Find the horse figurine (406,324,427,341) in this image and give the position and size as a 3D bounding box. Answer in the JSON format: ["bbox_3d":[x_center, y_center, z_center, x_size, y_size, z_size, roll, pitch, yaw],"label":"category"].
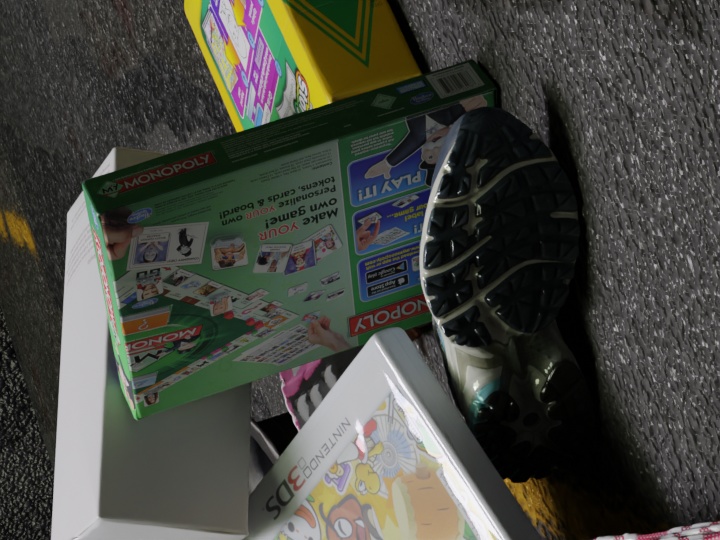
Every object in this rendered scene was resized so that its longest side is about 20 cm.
[{"bbox_3d":[0.000,0.000,1.294,0.200,0.132,0.050,-36,32,62],"label":"horse figurine"}]

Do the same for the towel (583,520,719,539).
[{"bbox_3d":[0.123,0.186,1.027,0.199,0.030,0.147,-17,95,44],"label":"towel"}]

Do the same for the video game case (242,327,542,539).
[{"bbox_3d":[0.022,0.160,1.161,0.200,0.023,0.182,56,134,21],"label":"video game case"}]

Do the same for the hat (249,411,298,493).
[{"bbox_3d":[-0.026,0.142,1.584,0.201,0.081,0.201,58,167,22],"label":"hat"}]

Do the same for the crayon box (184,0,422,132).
[{"bbox_3d":[-0.037,-0.128,1.327,0.200,0.058,0.173,108,139,-67],"label":"crayon box"}]

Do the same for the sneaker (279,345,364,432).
[{"bbox_3d":[-0.016,0.042,1.464,0.086,0.080,0.201,76,178,-67],"label":"sneaker"}]

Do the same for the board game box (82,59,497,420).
[{"bbox_3d":[-0.027,-0.014,1.158,0.029,0.199,0.135,-122,20,-44],"label":"board game box"}]

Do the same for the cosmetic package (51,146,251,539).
[{"bbox_3d":[-0.109,0.050,1.254,0.108,0.084,0.201,140,133,-62],"label":"cosmetic package"}]

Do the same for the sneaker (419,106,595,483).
[{"bbox_3d":[0.055,0.004,1.130,0.086,0.077,0.201,-123,20,-51],"label":"sneaker"}]
